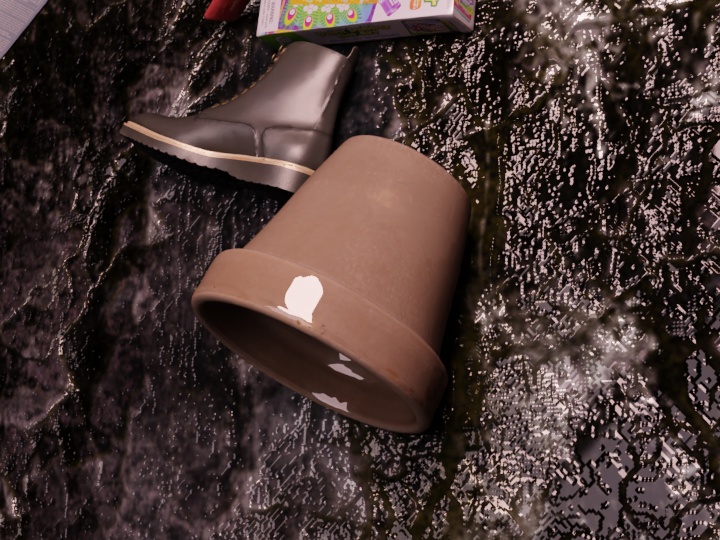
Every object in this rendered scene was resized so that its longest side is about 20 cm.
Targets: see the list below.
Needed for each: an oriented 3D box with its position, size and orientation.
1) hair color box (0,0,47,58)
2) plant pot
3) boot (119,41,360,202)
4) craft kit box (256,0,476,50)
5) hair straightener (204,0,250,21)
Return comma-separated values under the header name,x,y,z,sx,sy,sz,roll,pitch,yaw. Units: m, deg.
name,x,y,z,sx,sy,sz,roll,pitch,yaw
hair color box,-0.394,-0.274,1.403,0.200,0.061,0.099,-46,58,13
plant pot,0.000,0.000,1.028,0.199,0.200,0.175,18,70,34
boot,-0.100,-0.143,1.187,0.199,0.077,0.139,17,83,21
craft kit box,0.012,-0.295,1.167,0.196,0.048,0.202,0,78,29
hair straightener,-0.101,-0.289,1.168,0.200,0.041,0.078,136,127,-66
